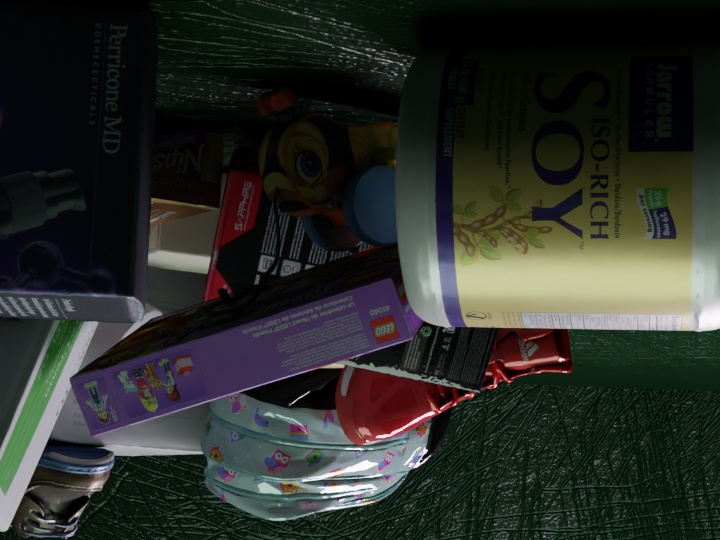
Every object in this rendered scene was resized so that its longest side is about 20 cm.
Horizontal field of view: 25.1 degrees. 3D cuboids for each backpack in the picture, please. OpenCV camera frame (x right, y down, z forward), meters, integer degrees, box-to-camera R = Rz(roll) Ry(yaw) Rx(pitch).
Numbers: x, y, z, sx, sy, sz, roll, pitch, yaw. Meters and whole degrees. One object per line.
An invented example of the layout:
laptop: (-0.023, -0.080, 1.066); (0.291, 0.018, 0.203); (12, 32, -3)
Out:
backpack: (-0.038, 0.128, 1.330); (0.166, 0.128, 0.199); (9, -172, 38)

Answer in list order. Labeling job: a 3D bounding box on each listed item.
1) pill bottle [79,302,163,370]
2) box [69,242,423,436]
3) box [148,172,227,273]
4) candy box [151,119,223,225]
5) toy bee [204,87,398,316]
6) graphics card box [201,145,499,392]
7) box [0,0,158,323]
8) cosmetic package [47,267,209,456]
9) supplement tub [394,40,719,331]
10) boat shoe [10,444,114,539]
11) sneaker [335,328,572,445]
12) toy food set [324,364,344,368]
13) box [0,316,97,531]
pill bottle: (-0.249, 0.020, 1.210); (0.199, 0.112, 0.111); (29, 180, 17)
box: (-0.053, 0.033, 0.940); (0.199, 0.039, 0.137); (-18, -171, 16)
box: (-0.085, -0.031, 1.224); (0.199, 0.069, 0.082); (8, 170, -36)
candy box: (-0.191, -0.062, 1.083); (0.116, 0.057, 0.199); (9, 171, -36)
toy bee: (-0.011, -0.062, 0.949); (0.130, 0.109, 0.200); (-12, -169, 37)
graphics card box: (0.000, 0.000, 1.075); (0.199, 0.126, 0.051); (11, -157, -5)
box: (-0.204, -0.055, 0.811); (0.198, 0.149, 0.104); (2, 171, -5)
cosmetic package: (-0.221, 0.052, 1.372); (0.164, 0.202, 0.164); (10, 169, -38)
supplement tub: (0.125, -0.042, 0.820); (0.198, 0.147, 0.145); (0, 172, 11)
boat shoe: (-0.247, 0.179, 1.302); (0.072, 0.073, 0.200); (7, 170, -23)
sneaker: (0.078, 0.062, 1.168); (0.115, 0.079, 0.200); (-6, -157, 44)
toy food set: (-0.023, 0.042, 1.315); (0.196, 0.049, 0.200); (1, -173, 12)
box: (-0.264, 0.020, 0.939); (0.199, 0.200, 0.171); (21, 162, -2)
